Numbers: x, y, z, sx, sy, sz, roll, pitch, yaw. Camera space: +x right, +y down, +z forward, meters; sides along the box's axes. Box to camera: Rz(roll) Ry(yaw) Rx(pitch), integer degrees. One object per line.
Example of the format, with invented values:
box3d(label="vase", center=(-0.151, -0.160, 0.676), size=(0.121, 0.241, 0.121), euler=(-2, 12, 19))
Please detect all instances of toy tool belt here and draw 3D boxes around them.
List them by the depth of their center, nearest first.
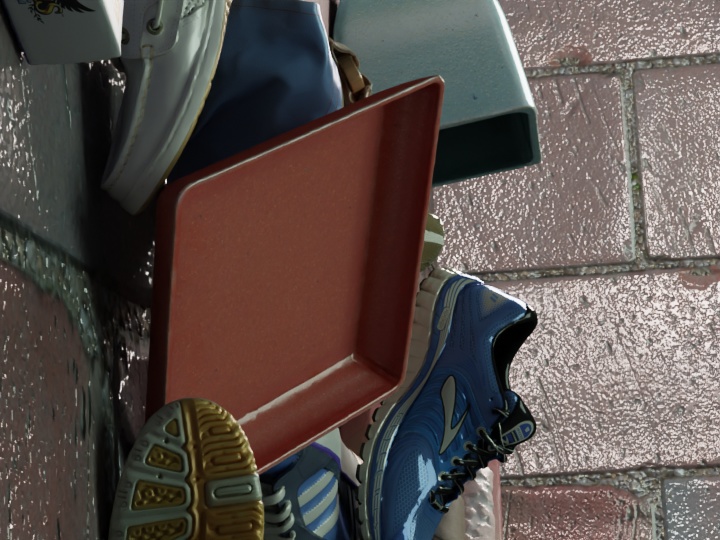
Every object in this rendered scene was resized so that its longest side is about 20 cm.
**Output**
box3d(label="toy tool belt", center=(-0.057, -0.102, 1.082), size=(0.123, 0.124, 0.201), euler=(-69, 164, -80))

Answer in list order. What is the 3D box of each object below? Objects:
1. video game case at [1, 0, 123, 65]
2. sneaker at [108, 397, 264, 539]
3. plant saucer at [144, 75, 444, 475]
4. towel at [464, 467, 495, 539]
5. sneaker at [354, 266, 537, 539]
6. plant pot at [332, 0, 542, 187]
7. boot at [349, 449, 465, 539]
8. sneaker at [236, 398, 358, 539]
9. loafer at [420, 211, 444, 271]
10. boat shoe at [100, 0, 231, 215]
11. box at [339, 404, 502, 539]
box3d(label="video game case", center=(-0.132, -0.220, 0.839), size=(0.182, 0.045, 0.201), euler=(79, 9, -56))
box3d(label="sneaker", center=(-0.086, 0.157, 0.990), size=(0.088, 0.075, 0.201), euler=(-140, -132, -77))
box3d(label="plant saucer", center=(-0.041, 0.009, 1.045), size=(0.200, 0.037, 0.201), euler=(-27, 135, -43))
box3d(label="towel", center=(0.011, 0.237, 1.322), size=(0.032, 0.191, 0.201), euler=(42, 30, -27))
box3d(label="sneaker", center=(0.056, 0.098, 1.216), size=(0.079, 0.089, 0.201), euler=(57, 49, -67))
box3d(label="plant pot", center=(0.067, -0.208, 2.066), size=(0.196, 0.195, 0.201), euler=(62, 16, -74))
box3d(label="boot", center=(-0.013, 0.190, 1.309), size=(0.070, 0.199, 0.147), euler=(39, 54, -28))
box3d(label="sneaker", center=(-0.054, 0.162, 1.166), size=(0.200, 0.080, 0.147), euler=(48, 48, -64))
box3d(label="loafer", center=(0.000, 0.000, 1.294), size=(0.200, 0.067, 0.076), euler=(146, -44, -73))
box3d(label="boat shoe", center=(-0.102, -0.128, 0.989), size=(0.071, 0.069, 0.201), euler=(-16, -124, 67))
box3d(label="box", center=(0.027, 0.169, 1.517), size=(0.109, 0.127, 0.201), euler=(-34, -131, 48))
